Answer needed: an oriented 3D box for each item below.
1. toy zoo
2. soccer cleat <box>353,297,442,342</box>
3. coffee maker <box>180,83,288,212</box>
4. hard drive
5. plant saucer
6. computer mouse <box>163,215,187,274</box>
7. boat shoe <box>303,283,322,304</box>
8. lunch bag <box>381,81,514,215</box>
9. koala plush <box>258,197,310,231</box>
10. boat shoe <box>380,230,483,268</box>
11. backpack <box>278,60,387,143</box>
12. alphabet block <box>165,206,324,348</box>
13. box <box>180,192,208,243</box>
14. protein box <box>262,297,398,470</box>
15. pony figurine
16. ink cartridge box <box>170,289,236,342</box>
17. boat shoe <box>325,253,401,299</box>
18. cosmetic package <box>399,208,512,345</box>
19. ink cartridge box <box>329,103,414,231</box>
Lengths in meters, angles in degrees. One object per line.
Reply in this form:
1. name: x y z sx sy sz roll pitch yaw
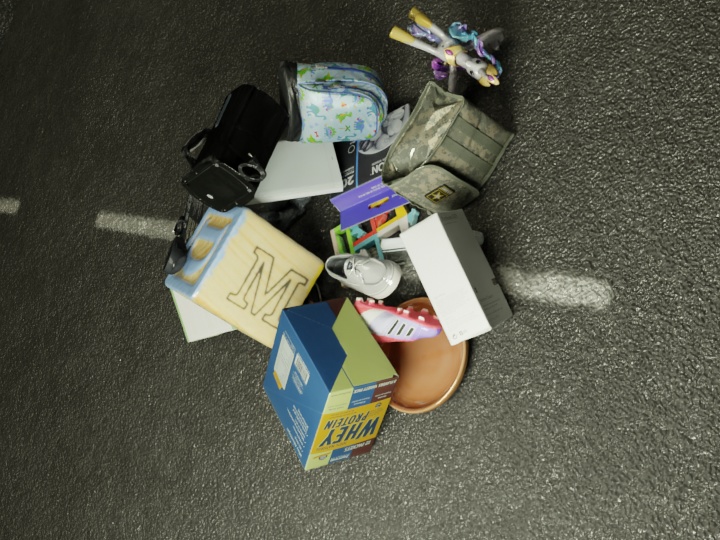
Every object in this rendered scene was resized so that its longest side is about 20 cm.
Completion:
1. toy zoo: 0.032 -0.065 1.574 0.199 0.020 0.132 -31 57 29
2. soccer cleat: 0.060 0.097 1.421 0.199 0.066 0.077 13 99 43
3. coffee maker: -0.207 -0.225 1.496 0.191 0.135 0.201 -1 54 30
4. hard drive: -0.143 -0.198 1.601 0.198 0.026 0.133 -9 60 -10
5. plant saucer: 0.105 0.148 1.426 0.199 0.037 0.202 -15 65 36
6. computer mouse: -0.351 -0.051 1.602 0.059 0.034 0.201 -61 19 26
7. boat shoe: -0.117 0.067 1.626 0.074 0.063 0.202 -49 44 20
8. lunch bag: 0.144 -0.195 1.425 0.117 0.163 0.201 40 102 44
9. koala plush: -0.205 -0.201 1.704 0.183 0.199 0.178 -34 55 27
10. boat shoe: 0.129 -0.031 1.455 0.199 0.072 0.072 -4 97 36
11. backpack: -0.047 -0.319 1.577 0.154 0.198 0.164 -117 23 -45
12. alphabet block: -0.224 0.005 1.581 0.197 0.199 0.195 -59 28 -7
13. box: -0.333 -0.079 1.816 0.160 0.043 0.201 38 123 34
14. protein box: -0.059 0.194 1.431 0.199 0.134 0.201 55 142 38
15. pony figurine: 0.161 -0.377 1.441 0.199 0.193 0.167 32 106 4
16. ink cartridge box: -0.317 0.065 1.772 0.199 0.048 0.147 -16 93 35
17. boat shoe: 0.000 0.000 1.483 0.200 0.068 0.073 21 88 61
18. cosmetic package: 0.156 0.007 1.335 0.081 0.113 0.201 -27 86 30
19. ink cartridge box: 0.026 -0.198 1.595 0.197 0.043 0.202 -21 55 34
